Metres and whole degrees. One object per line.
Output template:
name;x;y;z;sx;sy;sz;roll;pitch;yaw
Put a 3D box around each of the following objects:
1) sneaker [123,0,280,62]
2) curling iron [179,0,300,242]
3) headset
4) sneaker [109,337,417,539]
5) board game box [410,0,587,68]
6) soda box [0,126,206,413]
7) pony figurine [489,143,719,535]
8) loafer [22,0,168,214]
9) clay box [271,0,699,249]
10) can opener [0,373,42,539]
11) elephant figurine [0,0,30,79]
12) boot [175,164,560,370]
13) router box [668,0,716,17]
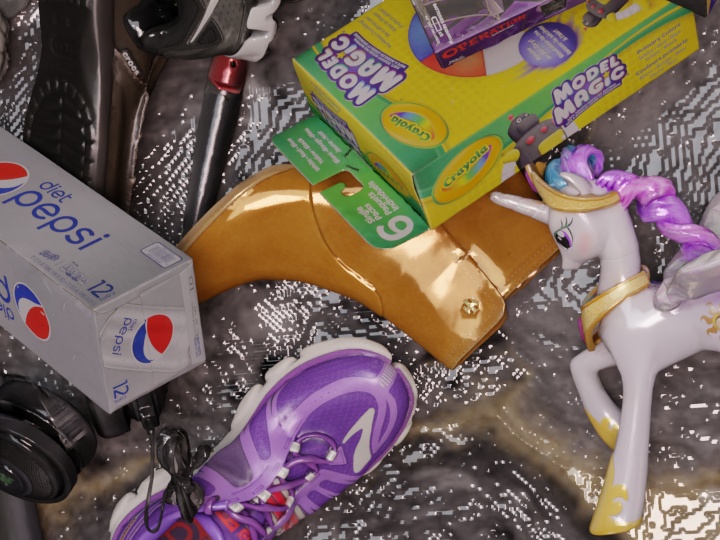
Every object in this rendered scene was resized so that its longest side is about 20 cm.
sneaker;-0.080;-0.187;1.048;0.066;0.090;0.200;48;141;40
curling iron;-0.065;-0.105;1.146;0.049;0.026;0.200;21;93;15
headset;-0.152;0.065;1.099;0.123;0.094;0.200;-37;55;-23
sneaker;-0.050;0.118;1.100;0.200;0.083;0.081;-41;107;12
board game box;0.053;-0.209;0.994;0.120;0.032;0.200;-24;73;2
soda box;-0.166;-0.007;1.092;0.200;0.063;0.068;32;139;40
pony figurine;0.176;0.019;1.042;0.193;0.167;0.201;-12;101;19
loafer;-0.134;-0.102;1.131;0.073;0.071;0.201;28;119;44
clay box;0.057;-0.103;1.054;0.200;0.048;0.115;-34;50;-13
can opener;-0.195;0.159;1.159;0.053;0.067;0.201;-17;72;11
elephant figurine;-0.266;-0.166;1.103;0.141;0.200;0.156;23;93;11
boot;0.001;0.000;1.107;0.201;0.071;0.144;-39;81;4
router box;0.118;-0.238;1.029;0.200;0.052;0.158;26;82;16
